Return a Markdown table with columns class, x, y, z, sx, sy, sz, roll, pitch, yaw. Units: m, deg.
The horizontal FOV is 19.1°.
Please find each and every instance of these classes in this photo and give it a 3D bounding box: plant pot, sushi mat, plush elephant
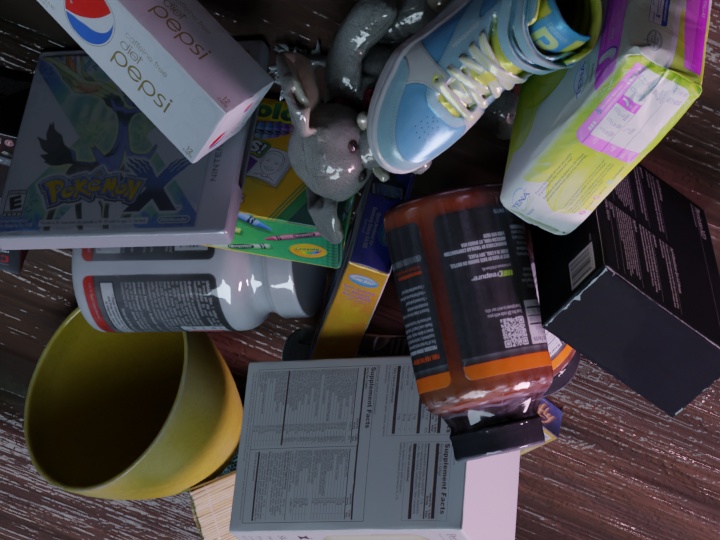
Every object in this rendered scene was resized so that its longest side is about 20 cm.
| class | x | y | z | sx | sy | sz | roll | pitch | yaw |
| --- | --- | --- | --- | --- | --- | --- | --- | --- | --- |
| plant pot | -0.190 | 0.130 | 1.968 | 0.199 | 0.201 | 0.142 | -18 | 146 | 32 |
| sushi mat | -0.062 | 0.197 | 1.992 | 0.199 | 0.012 | 0.096 | -23 | 140 | -9 |
| plush elephant | 0.007 | -0.117 | 1.633 | 0.199 | 0.155 | 0.165 | -3 | 137 | 19 |

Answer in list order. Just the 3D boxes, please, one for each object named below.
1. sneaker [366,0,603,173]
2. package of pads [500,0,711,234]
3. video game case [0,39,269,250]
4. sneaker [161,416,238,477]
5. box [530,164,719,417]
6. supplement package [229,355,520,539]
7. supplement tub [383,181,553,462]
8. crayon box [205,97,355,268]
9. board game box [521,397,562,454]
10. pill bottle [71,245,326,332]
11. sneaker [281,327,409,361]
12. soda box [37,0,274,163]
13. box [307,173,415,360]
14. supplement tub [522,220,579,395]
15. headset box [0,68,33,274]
| class | x | y | z | sx | sy | sz | roll | pitch | yaw |
| --- | --- | --- | --- | --- | --- | --- | --- | --- | --- |
| sneaker | 0.091 | -0.148 | 1.518 | 0.079 | 0.200 | 0.130 | 40 | 173 | -24 |
| package of pads | 0.181 | -0.136 | 1.561 | 0.068 | 0.155 | 0.200 | 25 | 139 | -13 |
| video game case | -0.180 | -0.100 | 1.688 | 0.199 | 0.183 | 0.022 | -2 | 149 | 18 |
| sneaker | -0.118 | 0.169 | 2.061 | 0.199 | 0.078 | 0.092 | 4 | 129 | 20 |
| box | 0.208 | -0.003 | 1.662 | 0.141 | 0.200 | 0.079 | 32 | 120 | -20 |
| supplement package | 0.016 | 0.168 | 1.777 | 0.199 | 0.152 | 0.152 | -3 | 155 | 20 |
| supplement tub | 0.085 | 0.041 | 1.619 | 0.106 | 0.201 | 0.107 | -11 | 175 | -1 |
| crayon box | -0.101 | -0.080 | 1.733 | 0.199 | 0.119 | 0.058 | 9 | 146 | 5 |
| board game box | 0.072 | 0.143 | 2.009 | 0.135 | 0.035 | 0.200 | 38 | 135 | -25 |
| pill bottle | -0.137 | -0.005 | 1.836 | 0.199 | 0.116 | 0.116 | -1 | 138 | 17 |
| sneaker | 0.035 | 0.093 | 1.917 | 0.199 | 0.075 | 0.088 | 15 | 174 | 15 |
| soda box | -0.163 | -0.182 | 1.618 | 0.200 | 0.064 | 0.068 | 46 | 136 | 5 |
| box | 0.000 | 0.000 | 1.800 | 0.041 | 0.119 | 0.200 | 17 | 140 | -2 |
| supplement tub | 0.120 | 0.028 | 1.785 | 0.106 | 0.107 | 0.200 | -6 | 147 | 22 |
| headset box | -0.350 | -0.088 | 1.835 | 0.148 | 0.075 | 0.200 | 14 | 140 | -1 |
